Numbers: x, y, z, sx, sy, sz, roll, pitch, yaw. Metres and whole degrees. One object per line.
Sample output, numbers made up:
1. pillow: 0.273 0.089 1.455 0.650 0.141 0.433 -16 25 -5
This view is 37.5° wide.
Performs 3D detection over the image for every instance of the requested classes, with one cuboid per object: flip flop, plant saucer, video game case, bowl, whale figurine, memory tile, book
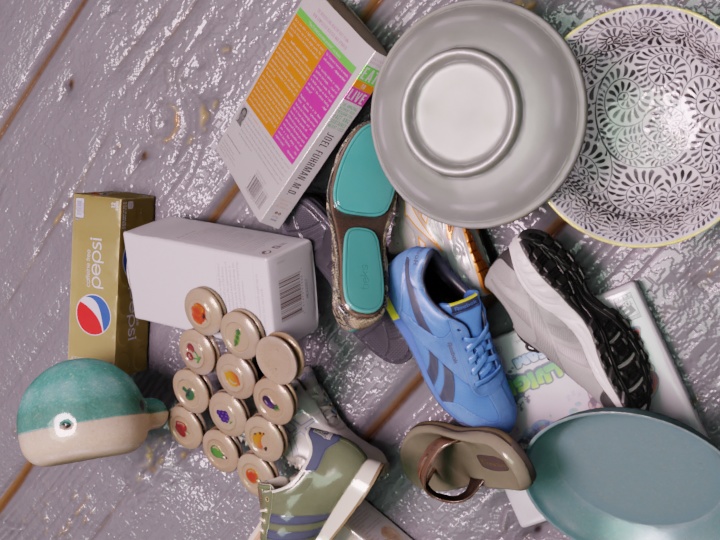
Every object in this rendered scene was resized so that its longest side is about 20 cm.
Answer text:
1. flip flop: 0.089 0.188 0.994 0.081 0.058 0.200 52 155 -12
2. plant saucer: 0.244 0.185 0.936 0.200 0.036 0.200 14 133 16
3. video game case: 0.206 0.130 1.006 0.200 0.024 0.182 -25 87 23
4. bowl: 0.249 -0.124 0.921 0.201 0.094 0.201 3 98 22
5. whale figurine: -0.283 0.146 1.115 0.159 0.200 0.104 -10 84 1
6. memory tile: -0.129 0.124 1.060 0.153 0.017 0.200 29 124 25
7. plant saucer: 0.092 -0.135 0.911 0.200 0.050 0.200 2 95 26
8. book: -0.060 -0.159 1.037 0.200 0.048 0.134 -53 43 20

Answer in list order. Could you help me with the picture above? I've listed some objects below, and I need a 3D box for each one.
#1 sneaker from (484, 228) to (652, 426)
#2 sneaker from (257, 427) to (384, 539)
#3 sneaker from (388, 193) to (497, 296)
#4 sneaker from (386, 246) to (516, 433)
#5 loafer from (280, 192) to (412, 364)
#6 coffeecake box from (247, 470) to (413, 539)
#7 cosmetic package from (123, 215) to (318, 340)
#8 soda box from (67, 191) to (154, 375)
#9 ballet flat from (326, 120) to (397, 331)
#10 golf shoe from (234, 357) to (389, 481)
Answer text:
1. sneaker: 0.190 0.059 0.961 0.200 0.074 0.079 54 131 9
2. sneaker: -0.067 0.239 1.027 0.090 0.067 0.200 37 100 6
3. sneaker: 0.057 -0.059 1.022 0.092 0.076 0.200 -21 87 27
4. sneaker: 0.092 0.067 0.974 0.078 0.066 0.200 -25 99 54
5. loafer: 0.000 0.000 1.059 0.072 0.063 0.200 -42 83 34
6. coffeecake box: -0.022 0.323 1.096 0.200 0.073 0.154 38 108 14
7. cosmetic package: -0.144 0.010 1.081 0.200 0.074 0.102 12 115 35
8. soda box: -0.274 0.015 1.167 0.064 0.068 0.200 8 99 21
9. ballet flat: -0.005 -0.038 0.987 0.068 0.075 0.200 9 71 -15
10. golf shoe: -0.055 0.150 1.092 0.200 0.078 0.097 20 97 18
